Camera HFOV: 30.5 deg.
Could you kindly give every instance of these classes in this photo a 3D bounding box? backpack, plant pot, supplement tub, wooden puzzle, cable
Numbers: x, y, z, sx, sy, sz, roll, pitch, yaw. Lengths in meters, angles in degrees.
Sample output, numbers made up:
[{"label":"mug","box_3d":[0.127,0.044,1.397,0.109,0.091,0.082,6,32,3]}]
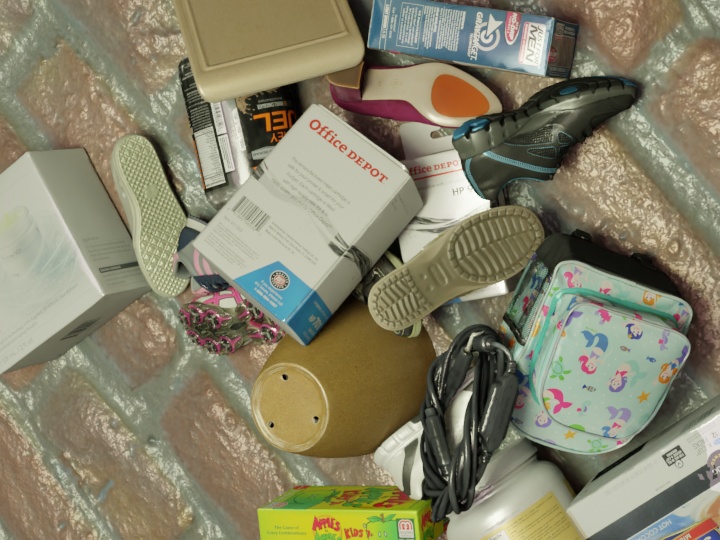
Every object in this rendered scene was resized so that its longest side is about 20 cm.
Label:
[{"label":"backpack","box_3d":[0.228,0.088,1.340,0.175,0.151,0.202,18,116,-15]},{"label":"plant pot","box_3d":[-0.033,0.127,1.444,0.184,0.199,0.190,3,97,23]},{"label":"supplement tub","box_3d":[-0.129,-0.151,1.493,0.121,0.122,0.203,-12,92,25]},{"label":"wooden puzzle","box_3d":[-0.106,-0.279,1.437,0.182,0.037,0.202,-15,60,-6]},{"label":"cable","box_3d":[0.095,0.154,1.336,0.050,0.163,0.203,14,94,-21]},{"label":"supplement tub","box_3d":[0.180,0.294,1.398,0.145,0.145,0.201,-36,81,24]}]

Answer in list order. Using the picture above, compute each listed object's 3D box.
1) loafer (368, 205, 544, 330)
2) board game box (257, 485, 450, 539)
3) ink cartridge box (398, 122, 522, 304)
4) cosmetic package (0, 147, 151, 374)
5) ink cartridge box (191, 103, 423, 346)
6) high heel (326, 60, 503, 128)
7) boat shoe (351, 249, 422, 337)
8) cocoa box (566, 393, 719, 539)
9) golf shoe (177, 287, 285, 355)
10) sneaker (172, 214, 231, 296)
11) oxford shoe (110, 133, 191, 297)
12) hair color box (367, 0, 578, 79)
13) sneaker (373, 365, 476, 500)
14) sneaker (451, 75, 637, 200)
[{"label":"loafer","box_3d":[0.095,-0.007,1.360,0.198,0.068,0.077,-26,95,-3]},{"label":"board game box","box_3d":[-0.006,0.281,1.505,0.197,0.101,0.048,-4,94,25]},{"label":"ink cartridge box","box_3d":[0.098,-0.069,1.431,0.114,0.068,0.203,-11,92,25]},{"label":"cosmetic package","box_3d":[-0.395,-0.013,1.634,0.198,0.123,0.202,-34,81,24]},{"label":"ink cartridge box","box_3d":[-0.053,-0.048,1.380,0.146,0.086,0.200,38,81,25]},{"label":"high heel","box_3d":[0.061,-0.188,1.439,0.197,0.096,0.068,18,84,12]},{"label":"boat shoe","box_3d":[0.000,-0.001,1.449,0.202,0.065,0.072,59,149,32]},{"label":"cocoa box","box_3d":[0.332,0.229,1.326,0.199,0.133,0.132,-38,82,24]},{"label":"golf shoe","box_3d":[-0.133,0.048,1.553,0.198,0.092,0.073,-8,116,44]},{"label":"sneaker","box_3d":[-0.154,0.002,1.515,0.199,0.070,0.083,31,97,55]},{"label":"oxford shoe","box_3d":[-0.253,-0.067,1.601,0.058,0.074,0.203,0,109,65]},{"label":"hair color box","box_3d":[0.117,-0.244,1.381,0.197,0.100,0.062,13,101,23]},{"label":"sneaker","box_3d":[0.109,0.171,1.439,0.200,0.074,0.080,-44,67,13]},{"label":"sneaker","box_3d":[0.194,-0.140,1.361,0.197,0.073,0.083,-21,108,0]}]
